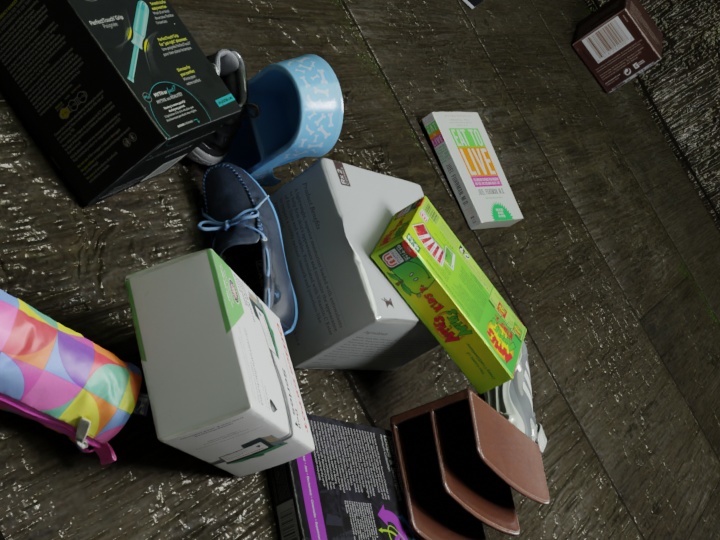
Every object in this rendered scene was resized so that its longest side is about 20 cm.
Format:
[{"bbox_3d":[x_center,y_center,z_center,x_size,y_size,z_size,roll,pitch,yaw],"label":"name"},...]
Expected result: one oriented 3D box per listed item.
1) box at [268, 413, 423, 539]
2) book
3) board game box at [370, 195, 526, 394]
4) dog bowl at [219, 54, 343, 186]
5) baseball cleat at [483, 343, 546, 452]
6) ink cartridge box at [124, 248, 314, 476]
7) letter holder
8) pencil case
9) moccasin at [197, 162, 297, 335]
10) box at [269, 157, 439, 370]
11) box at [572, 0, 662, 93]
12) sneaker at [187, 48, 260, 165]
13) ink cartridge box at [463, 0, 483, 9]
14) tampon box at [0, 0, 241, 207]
[{"bbox_3d":[-0.012,0.226,1.055,0.200,0.036,0.143,20,48,-45],"label":"box"},{"bbox_3d":[0.181,-0.163,1.687,0.134,0.048,0.200,-8,71,-53],"label":"book"},{"bbox_3d":[0.101,0.026,1.131,0.200,0.048,0.102,51,32,-14],"label":"board game box"},{"bbox_3d":[-0.099,-0.161,1.128,0.050,0.200,0.112,-10,80,-42],"label":"dog bowl"},{"bbox_3d":[0.209,0.179,1.402,0.106,0.070,0.200,44,42,-35],"label":"baseball cleat"},{"bbox_3d":[-0.117,0.088,0.898,0.200,0.084,0.146,56,15,-68],"label":"ink cartridge box"},{"bbox_3d":[0.132,0.243,1.147,0.200,0.101,0.142,40,33,-48],"label":"letter holder"},{"bbox_3d":[-0.260,0.071,0.788,0.200,0.088,0.088,36,37,-31],"label":"pencil case"},{"bbox_3d":[-0.118,-0.027,1.079,0.200,0.080,0.068,64,19,12],"label":"moccasin"},{"bbox_3d":[0.000,0.000,1.182,0.200,0.131,0.199,9,56,-52],"label":"box"},{"bbox_3d":[0.668,-0.596,2.661,0.164,0.166,0.200,49,32,-14],"label":"box"},{"bbox_3d":[-0.193,-0.216,1.101,0.200,0.114,0.075,47,36,-9],"label":"sneaker"},{"bbox_3d":[0.206,-0.649,2.162,0.099,0.039,0.200,30,40,-38],"label":"ink cartridge box"},{"bbox_3d":[-0.246,-0.192,1.000,0.200,0.126,0.150,56,30,-3],"label":"tampon box"}]
